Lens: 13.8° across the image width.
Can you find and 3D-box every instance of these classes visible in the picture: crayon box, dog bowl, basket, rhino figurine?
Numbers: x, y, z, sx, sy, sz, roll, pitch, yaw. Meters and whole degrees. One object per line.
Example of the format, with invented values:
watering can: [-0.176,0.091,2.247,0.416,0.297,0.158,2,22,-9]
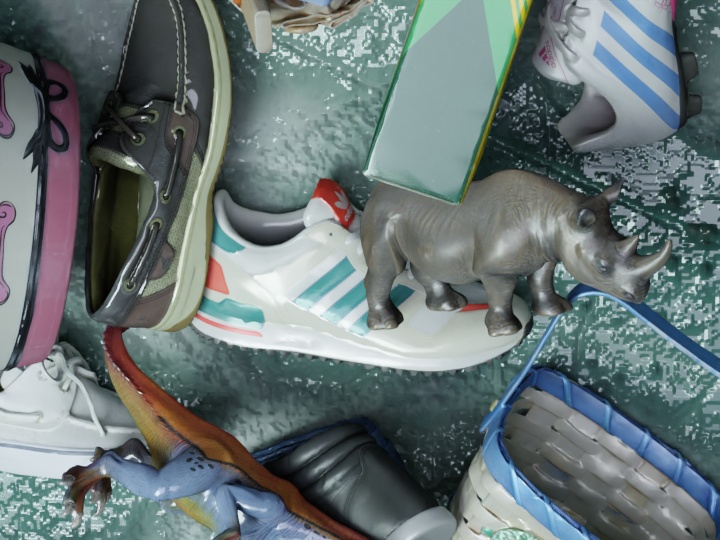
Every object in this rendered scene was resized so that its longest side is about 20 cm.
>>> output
crayon box: [0.061,-0.144,1.571,0.058,0.200,0.173,18,106,1]
dog bowl: [-0.204,-0.033,1.644,0.074,0.200,0.200,4,107,-15]
basket: [0.147,0.119,1.664,0.176,0.139,0.200,33,115,-3]
rhino figurine: [0.080,-0.013,1.586,0.200,0.060,0.088,1,110,39]

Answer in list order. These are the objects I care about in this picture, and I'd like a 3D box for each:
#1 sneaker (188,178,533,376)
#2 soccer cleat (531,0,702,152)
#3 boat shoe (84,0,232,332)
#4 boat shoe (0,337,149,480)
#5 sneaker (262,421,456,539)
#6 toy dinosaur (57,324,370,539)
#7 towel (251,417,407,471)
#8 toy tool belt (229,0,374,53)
sneaker: [0.000,0.000,1.684,0.200,0.070,0.094,6,112,8]
soccer cleat: [0.130,-0.147,1.601,0.086,0.070,0.200,-18,124,-7]
boat shoe: [-0.119,-0.064,1.664,0.072,0.066,0.201,12,100,46]
boat shoe: [-0.187,0.069,1.731,0.202,0.075,0.086,7,103,15]
sneaker: [-0.031,0.163,1.692,0.200,0.071,0.099,-50,64,34]
toy dinosaur: [-0.068,0.122,1.617,0.181,0.105,0.200,2,81,12]
towel: [0.001,0.189,1.748,0.112,0.049,0.200,-21,101,12]
toy tool belt: [-0.038,-0.224,1.602,0.125,0.123,0.200,6,105,5]
